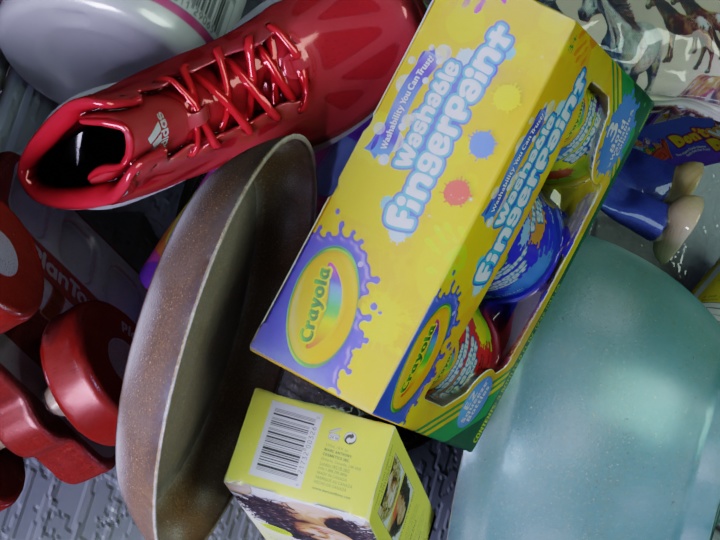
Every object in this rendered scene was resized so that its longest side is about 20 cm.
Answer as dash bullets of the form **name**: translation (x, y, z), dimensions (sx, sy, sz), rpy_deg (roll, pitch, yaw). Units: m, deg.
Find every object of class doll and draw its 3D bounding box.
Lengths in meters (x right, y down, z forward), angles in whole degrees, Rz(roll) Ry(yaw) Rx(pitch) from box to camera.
- **doll**: translation (0.090, -0.080, 1.528), dimensions (0.200, 0.048, 0.137), rpy_deg (29, 29, -9)

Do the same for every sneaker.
- **sneaker**: translation (-0.063, -0.070, 1.279), dimensions (0.078, 0.200, 0.116), rpy_deg (62, 11, -7)

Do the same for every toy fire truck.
- **toy fire truck**: translation (-0.175, 0.005, 1.315), dimensions (0.200, 0.112, 0.168), rpy_deg (46, 28, -30)

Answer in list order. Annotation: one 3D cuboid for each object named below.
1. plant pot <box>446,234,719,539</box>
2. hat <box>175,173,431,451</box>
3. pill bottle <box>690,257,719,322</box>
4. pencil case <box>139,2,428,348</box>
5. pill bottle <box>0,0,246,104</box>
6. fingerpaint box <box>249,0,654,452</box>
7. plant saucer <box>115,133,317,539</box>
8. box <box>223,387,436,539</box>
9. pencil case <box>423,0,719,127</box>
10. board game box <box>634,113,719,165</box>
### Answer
- **plant pot**: translation (0.136, 0.084, 1.508), dimensions (0.200, 0.134, 0.201), rpy_deg (15, 90, -80)
- **hat**: translation (0.000, 0.000, 1.456), dimensions (0.200, 0.081, 0.201), rpy_deg (1, 86, -17)
- **pill bottle**: translation (0.226, 0.066, 1.692), dimensions (0.200, 0.112, 0.113), rpy_deg (-45, 113, -41)
- **pencil case**: translation (-0.027, -0.050, 1.380), dimensions (0.088, 0.088, 0.200), rpy_deg (28, 98, -39)
- **pill bottle**: translation (-0.099, -0.182, 1.413), dimensions (0.113, 0.113, 0.200), rpy_deg (38, 56, -34)
- **fingerpaint box**: translation (0.049, -0.024, 1.336), dimensions (0.200, 0.073, 0.167), rpy_deg (-62, 159, -1)
- **plant saucer**: translation (-0.067, 0.032, 1.268), dimensions (0.200, 0.032, 0.201), rpy_deg (16, 90, -78)
- **box**: translation (-0.012, 0.113, 1.386), dimensions (0.200, 0.075, 0.050), rpy_deg (64, 42, -72)
- **pencil case**: translation (0.125, -0.117, 1.483), dimensions (0.200, 0.078, 0.090), rpy_deg (5, 68, -23)
- **board game box**: translation (0.231, -0.153, 1.730), dimensions (0.045, 0.134, 0.200), rpy_deg (45, 52, -30)
